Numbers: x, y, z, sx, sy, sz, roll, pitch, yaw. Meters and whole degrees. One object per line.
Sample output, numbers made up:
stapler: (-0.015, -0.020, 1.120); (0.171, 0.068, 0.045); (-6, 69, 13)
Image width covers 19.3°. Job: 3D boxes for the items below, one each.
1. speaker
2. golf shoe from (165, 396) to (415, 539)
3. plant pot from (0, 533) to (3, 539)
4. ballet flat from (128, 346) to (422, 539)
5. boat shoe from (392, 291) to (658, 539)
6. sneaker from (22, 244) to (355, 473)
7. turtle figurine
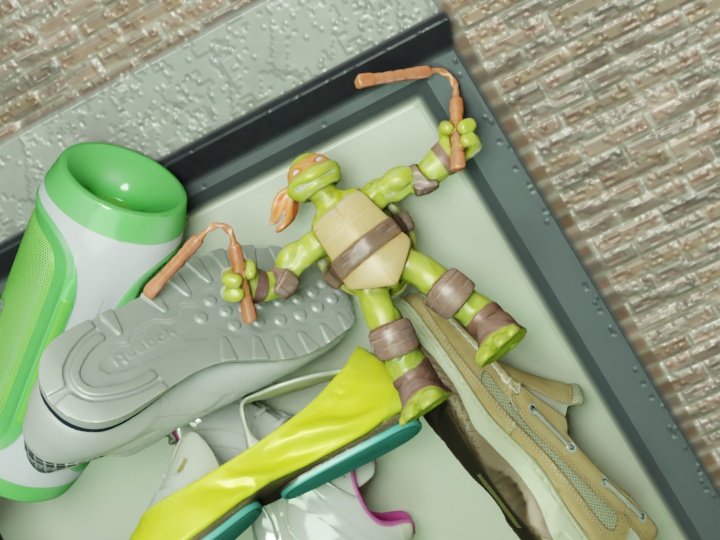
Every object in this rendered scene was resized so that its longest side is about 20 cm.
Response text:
speaker: (-0.164, 0.031, 1.178); (0.088, 0.088, 0.200); (24, 117, -2)
golf shoe: (-0.048, 0.107, 1.213); (0.091, 0.075, 0.200); (-37, 103, -1)
plant pot: (-0.314, 0.164, 1.185); (0.177, 0.200, 0.200); (-9, 114, 32)
ballet flat: (-0.061, 0.107, 1.150); (0.200, 0.067, 0.067); (-31, 77, -12)
boat shoe: (0.090, 0.085, 1.177); (0.076, 0.072, 0.200); (-38, 97, -11)
sneaker: (-0.093, 0.049, 1.141); (0.076, 0.200, 0.081); (55, 145, 25)
turtle figurine: (0.000, 0.000, 1.116); (0.200, 0.064, 0.161); (-36, 82, -7)
